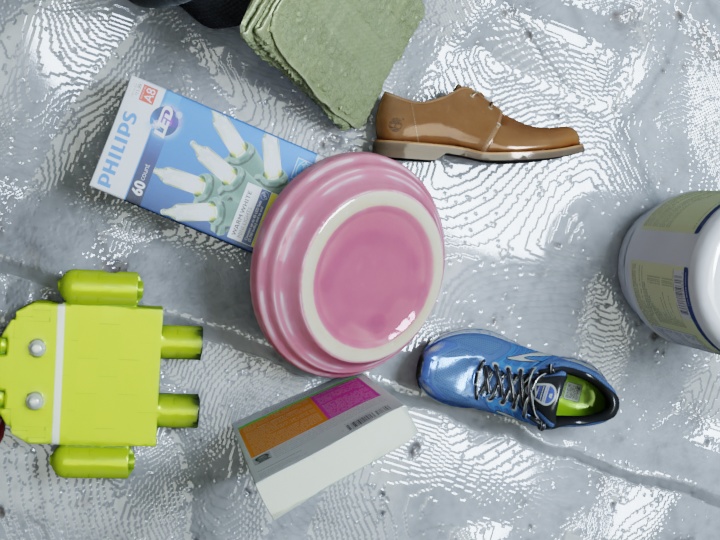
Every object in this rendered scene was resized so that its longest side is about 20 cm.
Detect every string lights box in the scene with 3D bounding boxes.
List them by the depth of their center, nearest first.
[{"bbox_3d":[-0.126,-0.084,1.081,0.198,0.059,0.104,22,91,-11],"label":"string lights box"}]

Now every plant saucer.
[{"bbox_3d":[0.000,0.000,1.076,0.198,0.051,0.204,-11,109,-32],"label":"plant saucer"}]

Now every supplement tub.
[{"bbox_3d":[0.324,0.001,1.099,0.143,0.200,0.148,-1,94,-10],"label":"supplement tub"}]

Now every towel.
[{"bbox_3d":[-0.020,-0.218,1.048,0.150,0.036,0.200,-60,146,-4],"label":"towel"}]

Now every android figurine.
[{"bbox_3d":[-0.238,0.091,1.083,0.197,0.041,0.185,5,93,-13],"label":"android figurine"}]

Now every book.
[{"bbox_3d":[-0.035,0.138,1.041,0.132,0.200,0.049,-28,97,-7],"label":"book"}]

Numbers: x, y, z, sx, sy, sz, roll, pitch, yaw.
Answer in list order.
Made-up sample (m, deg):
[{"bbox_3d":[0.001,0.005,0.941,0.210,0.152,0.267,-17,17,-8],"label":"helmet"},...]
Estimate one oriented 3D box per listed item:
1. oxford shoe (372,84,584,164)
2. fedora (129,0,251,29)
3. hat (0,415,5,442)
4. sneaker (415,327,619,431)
[{"bbox_3d":[0.110,-0.132,1.118,0.197,0.071,0.073,3,91,-9],"label":"oxford shoe"},{"bbox_3d":[-0.113,-0.278,1.044,0.200,0.200,0.092,-43,136,-5],"label":"fedora"},{"bbox_3d":[-0.380,0.270,1.079,0.198,0.176,0.167,-27,102,30],"label":"hat"},{"bbox_3d":[0.148,0.101,1.129,0.197,0.089,0.080,9,91,-11],"label":"sneaker"}]
